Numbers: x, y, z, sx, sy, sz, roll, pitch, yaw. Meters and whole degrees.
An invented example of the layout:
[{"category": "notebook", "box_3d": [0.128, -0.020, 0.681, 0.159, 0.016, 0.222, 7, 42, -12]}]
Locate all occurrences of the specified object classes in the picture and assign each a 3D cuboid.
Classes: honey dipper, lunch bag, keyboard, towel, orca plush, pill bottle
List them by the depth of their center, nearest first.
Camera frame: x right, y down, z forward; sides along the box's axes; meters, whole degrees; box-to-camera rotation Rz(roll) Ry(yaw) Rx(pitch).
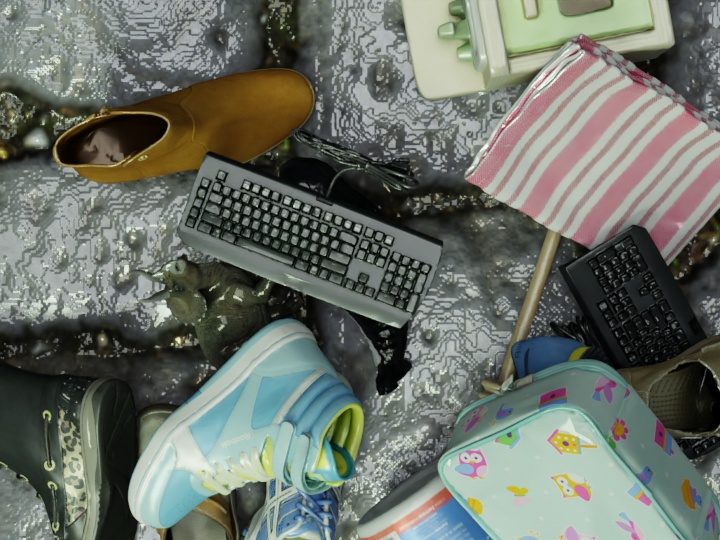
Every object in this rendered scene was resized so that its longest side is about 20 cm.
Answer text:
[{"category": "lunch bag", "box_3d": [0.160, 0.163, 1.228, 0.160, 0.077, 0.200, -27, 111, 39]}, {"category": "keyboard", "box_3d": [-0.030, -0.046, 1.273, 0.199, 0.021, 0.128, 21, 85, 1]}, {"category": "towel", "box_3d": [0.198, -0.080, 1.282, 0.199, 0.030, 0.147, 28, 116, -22]}, {"category": "orca plush", "box_3d": [0.000, 0.000, 1.305, 0.105, 0.071, 0.201, -14, 91, -33]}, {"category": "pill bottle", "box_3d": [0.096, 0.253, 1.308, 0.112, 0.112, 0.200, -35, 91, 2]}, {"category": "keyboard", "box_3d": [0.228, 0.072, 1.313, 0.104, 0.040, 0.201, -31, 103, 6]}, {"category": "honey dipper", "box_3d": [0.133, 0.041, 1.342, 0.038, 0.038, 0.201, 17, 88, 1]}]

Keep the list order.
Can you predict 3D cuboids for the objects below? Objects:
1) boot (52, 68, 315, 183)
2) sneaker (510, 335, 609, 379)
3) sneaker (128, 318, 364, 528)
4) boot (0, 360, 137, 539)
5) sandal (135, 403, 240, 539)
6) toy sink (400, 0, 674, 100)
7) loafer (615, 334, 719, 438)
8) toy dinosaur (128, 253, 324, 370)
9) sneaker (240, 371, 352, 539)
[{"category": "boot", "box_3d": [-0.133, -0.112, 1.291, 0.200, 0.144, 0.071, -18, 91, 2]}, {"category": "sneaker", "box_3d": [0.163, 0.141, 1.321, 0.078, 0.066, 0.201, 7, 121, 37]}, {"category": "sneaker", "box_3d": [-0.081, 0.146, 1.259, 0.200, 0.079, 0.131, -49, 59, 4]}, {"category": "boot", "box_3d": [-0.261, 0.166, 1.343, 0.153, 0.073, 0.205, 14, 113, 20]}, {"category": "sandal", "box_3d": [-0.140, 0.207, 1.343, 0.081, 0.055, 0.201, -8, 91, 2]}, {"category": "toy sink", "box_3d": [0.132, -0.217, 1.295, 0.199, 0.112, 0.131, -10, 91, 2]}, {"category": "loafer", "box_3d": [0.267, 0.097, 1.278, 0.199, 0.067, 0.077, -15, 99, -28]}, {"category": "toy dinosaur", "box_3d": [-0.095, 0.043, 1.336, 0.102, 0.077, 0.200, -28, 121, 6]}, {"category": "sneaker", "box_3d": [-0.040, 0.179, 1.317, 0.075, 0.077, 0.201, 11, 95, -26]}]
